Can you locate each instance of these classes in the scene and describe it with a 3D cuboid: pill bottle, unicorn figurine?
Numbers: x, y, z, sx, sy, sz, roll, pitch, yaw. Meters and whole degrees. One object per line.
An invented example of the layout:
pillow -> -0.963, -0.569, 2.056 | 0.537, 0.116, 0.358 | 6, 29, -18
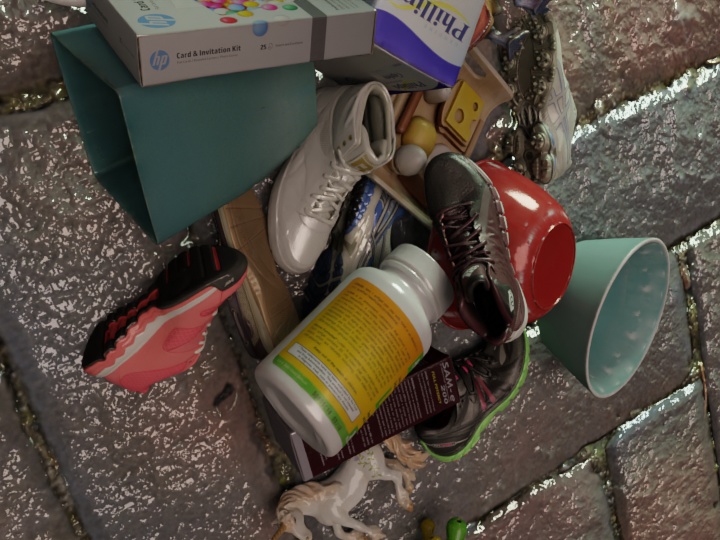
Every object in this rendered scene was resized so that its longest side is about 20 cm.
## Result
pill bottle -> 0.001, 0.070, 0.696 | 0.200, 0.110, 0.112 | -44, 114, -22
unicorn figurine -> -0.015, 0.268, 0.836 | 0.137, 0.073, 0.202 | 42, 67, -15

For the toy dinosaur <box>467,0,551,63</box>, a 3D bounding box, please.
toy dinosaur -> 0.118, -0.311, 0.735 | 0.198, 0.182, 0.106 | -17, 146, -50

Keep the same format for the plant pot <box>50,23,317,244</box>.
plant pot -> -0.143, -0.154, 0.645 | 0.198, 0.141, 0.144 | -30, 139, -29

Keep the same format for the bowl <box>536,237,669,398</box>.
bowl -> 0.294, 0.044, 0.893 | 0.198, 0.104, 0.206 | -23, 123, -39

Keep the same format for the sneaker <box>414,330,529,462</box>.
sneaker -> 0.138, 0.139, 0.874 | 0.083, 0.076, 0.202 | 38, 81, -29

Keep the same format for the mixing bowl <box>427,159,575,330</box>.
mixing bowl -> 0.176, -0.018, 0.808 | 0.198, 0.107, 0.206 | -19, 116, -44

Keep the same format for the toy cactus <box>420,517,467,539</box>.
toy cactus -> 0.082, 0.406, 0.854 | 0.200, 0.165, 0.103 | -44, 133, -6

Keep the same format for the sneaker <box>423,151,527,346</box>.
sneaker -> 0.110, -0.021, 0.685 | 0.074, 0.115, 0.204 | -23, 88, 18

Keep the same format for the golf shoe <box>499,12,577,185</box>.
golf shoe -> 0.225, -0.210, 0.867 | 0.096, 0.077, 0.206 | -16, 111, -40

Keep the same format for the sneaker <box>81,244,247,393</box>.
sneaker -> -0.179, 0.051, 0.704 | 0.198, 0.075, 0.087 | -34, 127, 13

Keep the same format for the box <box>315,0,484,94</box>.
box -> 0.039, -0.288, 0.694 | 0.103, 0.183, 0.205 | 19, 91, -26

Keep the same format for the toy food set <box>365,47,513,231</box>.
toy food set -> 0.094, -0.152, 0.787 | 0.142, 0.060, 0.204 | 34, 77, -37

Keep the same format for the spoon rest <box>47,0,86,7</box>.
spoon rest -> -0.214, -0.276, 0.646 | 0.195, 0.061, 0.101 | -8, 62, -20

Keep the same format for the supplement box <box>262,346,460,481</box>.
supplement box -> 0.001, 0.145, 0.794 | 0.196, 0.108, 0.062 | -23, 108, -18

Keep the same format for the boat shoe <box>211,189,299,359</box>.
boat shoe -> -0.123, -0.001, 0.735 | 0.072, 0.064, 0.205 | -32, 103, -62

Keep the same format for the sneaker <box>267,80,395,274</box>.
sneaker -> -0.027, -0.095, 0.713 | 0.072, 0.114, 0.206 | 17, 83, -36

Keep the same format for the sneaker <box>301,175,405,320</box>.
sneaker -> 0.000, 0.000, 0.789 | 0.084, 0.077, 0.205 | 19, 91, -30

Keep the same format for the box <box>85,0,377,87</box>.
box -> -0.108, -0.211, 0.580 | 0.196, 0.156, 0.042 | -17, 134, -27
